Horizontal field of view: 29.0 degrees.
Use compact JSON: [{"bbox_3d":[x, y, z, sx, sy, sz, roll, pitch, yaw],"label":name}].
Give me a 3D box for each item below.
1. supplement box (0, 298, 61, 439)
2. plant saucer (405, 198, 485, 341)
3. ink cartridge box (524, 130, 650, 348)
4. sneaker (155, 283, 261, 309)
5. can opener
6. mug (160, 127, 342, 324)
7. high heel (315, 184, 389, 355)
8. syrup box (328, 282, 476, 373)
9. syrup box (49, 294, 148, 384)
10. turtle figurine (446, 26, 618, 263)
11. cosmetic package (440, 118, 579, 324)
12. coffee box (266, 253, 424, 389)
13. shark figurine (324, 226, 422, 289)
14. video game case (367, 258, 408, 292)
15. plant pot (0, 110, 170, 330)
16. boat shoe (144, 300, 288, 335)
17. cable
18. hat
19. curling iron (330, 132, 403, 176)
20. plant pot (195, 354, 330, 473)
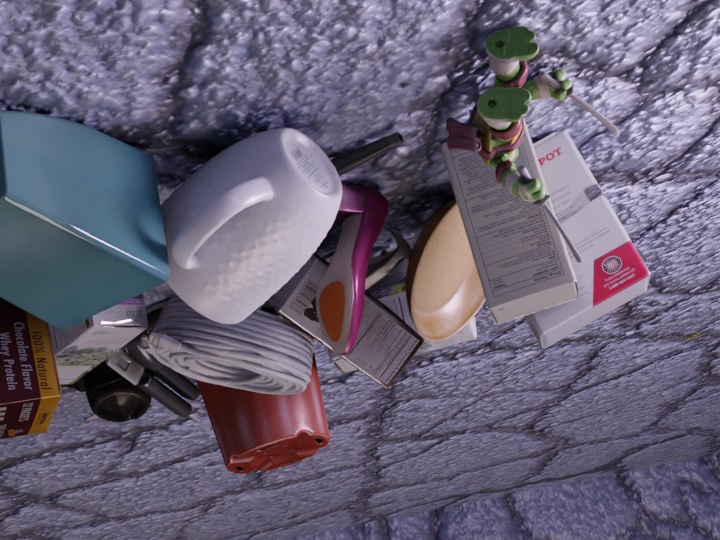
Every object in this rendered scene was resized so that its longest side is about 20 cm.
[{"bbox_3d":[-0.434,0.074,1.450,0.197,0.200,0.133,-7,160,-23],"label":"supplement box"},{"bbox_3d":[0.112,-0.011,1.732,0.035,0.202,0.199,25,-176,32],"label":"plant saucer"},{"bbox_3d":[0.223,-0.036,1.613,0.144,0.202,0.083,-28,163,2],"label":"ink cartridge box"},{"bbox_3d":[-0.163,0.014,1.678,0.084,0.074,0.199,-22,158,26],"label":"sneaker"},{"bbox_3d":[-0.275,0.143,1.874,0.066,0.053,0.200,17,160,31],"label":"can opener"},{"bbox_3d":[-0.118,-0.052,1.394,0.175,0.148,0.200,-39,173,23],"label":"mug"},{"bbox_3d":[0.000,0.000,1.577,0.095,0.203,0.067,13,154,-42],"label":"high heel"},{"bbox_3d":[0.052,0.070,1.890,0.197,0.082,0.079,-16,160,7],"label":"syrup box"},{"bbox_3d":[-0.343,0.068,1.679,0.078,0.082,0.199,1,155,-42],"label":"syrup box"},{"bbox_3d":[0.183,-0.148,1.402,0.144,0.199,0.194,-48,158,-9],"label":"turtle figurine"},{"bbox_3d":[0.165,-0.055,1.544,0.102,0.202,0.073,-17,162,7],"label":"cosmetic package"},{"bbox_3d":[-0.031,0.046,1.673,0.199,0.113,0.080,37,91,-36],"label":"coffee box"},{"bbox_3d":[-0.005,0.023,1.808,0.212,0.091,0.128,-20,162,17],"label":"shark figurine"},{"bbox_3d":[0.118,0.006,1.943,0.180,0.024,0.200,-2,157,-33],"label":"video game case"},{"bbox_3d":[-0.299,-0.059,1.298,0.140,0.143,0.200,-23,152,21],"label":"plant pot"},{"bbox_3d":[-0.187,0.076,1.797,0.198,0.061,0.072,-3,152,4],"label":"boat shoe"},{"bbox_3d":[-0.152,0.093,1.662,0.197,0.070,0.200,10,163,4],"label":"cable"},{"bbox_3d":[-0.333,0.165,1.951,0.198,0.082,0.201,-15,161,-5],"label":"hat"},{"bbox_3d":[-0.031,-0.102,1.526,0.199,0.026,0.050,-32,118,30],"label":"curling iron"},{"bbox_3d":[-0.136,0.162,1.905,0.198,0.198,0.201,-15,160,-5],"label":"plant pot"}]
